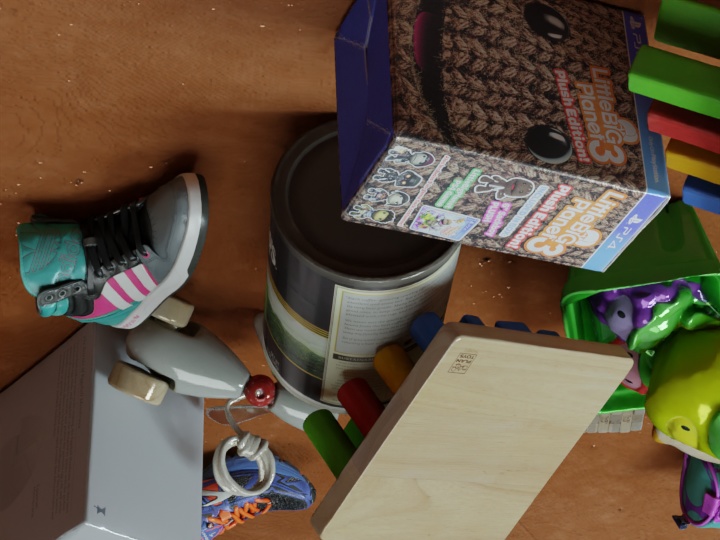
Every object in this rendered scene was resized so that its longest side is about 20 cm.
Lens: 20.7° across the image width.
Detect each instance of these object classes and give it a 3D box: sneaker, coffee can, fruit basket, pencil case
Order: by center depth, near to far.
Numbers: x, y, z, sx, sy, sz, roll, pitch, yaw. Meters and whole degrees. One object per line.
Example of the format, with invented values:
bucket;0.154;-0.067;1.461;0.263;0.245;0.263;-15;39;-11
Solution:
coffee can;0.000;0.000;1.499;0.146;0.147;0.200;1;147;-5
sneaker;-0.203;-0.019;1.525;0.121;0.084;0.200;5;149;-28
fruit basket;0.245;0.071;1.575;0.155;0.216;0.216;-7;147;7
sneaker;-0.141;0.229;1.892;0.200;0.079;0.075;-7;147;7
pencil case;0.407;0.220;1.912;0.200;0.093;0.085;8;127;-18

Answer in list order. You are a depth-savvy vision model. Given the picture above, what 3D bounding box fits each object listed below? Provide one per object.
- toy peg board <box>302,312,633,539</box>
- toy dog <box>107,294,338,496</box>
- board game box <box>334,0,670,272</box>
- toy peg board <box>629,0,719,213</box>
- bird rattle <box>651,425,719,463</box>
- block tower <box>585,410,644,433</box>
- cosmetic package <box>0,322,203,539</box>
toy peg board;0.067;0.103;1.499;0.200;0.098;0.199;9;123;-43
toy dog;-0.123;0.085;1.666;0.200;0.096;0.132;44;90;-13
board game box;0.092;-0.106;1.331;0.200;0.160;0.097;11;145;-20
toy peg board;0.251;-0.138;1.277;0.098;0.200;0.199;21;160;18
bird rattle;0.345;0.130;1.771;0.163;0.113;0.200;13;144;6
block tower;0.162;0.113;1.766;0.200;0.058;0.054;-3;148;-1
cosmetic package;-0.239;0.182;1.717;0.123;0.200;0.200;22;140;-31
